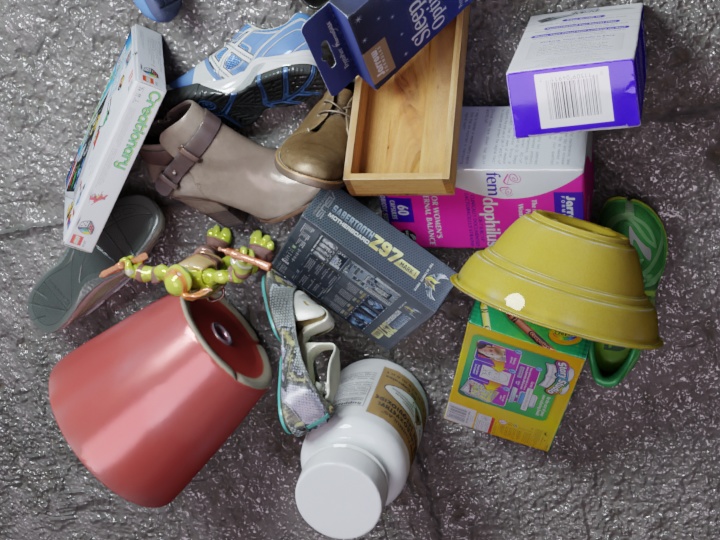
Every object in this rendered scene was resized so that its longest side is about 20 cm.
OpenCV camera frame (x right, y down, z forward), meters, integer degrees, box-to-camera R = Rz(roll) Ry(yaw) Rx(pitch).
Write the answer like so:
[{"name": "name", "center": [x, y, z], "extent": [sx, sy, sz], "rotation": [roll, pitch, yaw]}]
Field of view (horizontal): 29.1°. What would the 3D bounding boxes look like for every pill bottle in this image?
[{"name": "pill bottle", "center": [0.000, 0.185, 1.442], "extent": [0.113, 0.200, 0.115], "rotation": [5, 115, 11]}]

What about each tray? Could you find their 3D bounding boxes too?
[{"name": "tray", "center": [0.045, -0.166, 1.295], "extent": [0.098, 0.202, 0.037], "rotation": [0, 155, 15]}]

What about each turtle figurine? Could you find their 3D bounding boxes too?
[{"name": "turtle figurine", "center": [-0.150, -0.001, 1.414], "extent": [0.198, 0.161, 0.065], "rotation": [-6, 102, 26]}]

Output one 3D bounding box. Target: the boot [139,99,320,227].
[{"name": "boot", "center": [-0.128, -0.114, 1.396], "extent": [0.199, 0.071, 0.146], "rotation": [-21, 129, 31]}]

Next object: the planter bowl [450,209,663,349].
[{"name": "planter bowl", "center": [0.186, -0.002, 1.240], "extent": [0.199, 0.200, 0.084], "rotation": [17, 99, 6]}]

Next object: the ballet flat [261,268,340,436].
[{"name": "ballet flat", "center": [-0.056, 0.076, 1.432], "extent": [0.071, 0.201, 0.072], "rotation": [-7, 143, -5]}]

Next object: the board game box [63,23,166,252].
[{"name": "board game box", "center": [-0.251, -0.134, 1.408], "extent": [0.034, 0.127, 0.201], "rotation": [18, 120, -22]}]

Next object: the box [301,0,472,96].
[{"name": "box", "center": [0.040, -0.243, 1.243], "extent": [0.200, 0.121, 0.032], "rotation": [-43, 63, -7]}]

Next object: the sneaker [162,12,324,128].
[{"name": "sneaker", "center": [-0.115, -0.197, 1.386], "extent": [0.199, 0.078, 0.076], "rotation": [-10, 155, 31]}]

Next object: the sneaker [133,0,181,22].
[{"name": "sneaker", "center": [-0.249, -0.323, 1.358], "extent": [0.082, 0.074, 0.201], "rotation": [-31, 95, 26]}]

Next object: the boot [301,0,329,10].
[{"name": "boot", "center": [0.036, -0.308, 1.255], "extent": [0.200, 0.131, 0.068], "rotation": [-38, 99, 25]}]

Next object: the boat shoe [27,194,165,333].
[{"name": "boat shoe", "center": [-0.281, -0.008, 1.514], "extent": [0.202, 0.065, 0.075], "rotation": [-46, 77, 21]}]

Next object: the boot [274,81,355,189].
[{"name": "boot", "center": [-0.033, -0.134, 1.311], "extent": [0.073, 0.200, 0.076], "rotation": [19, 115, -1]}]

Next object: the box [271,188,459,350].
[{"name": "box", "center": [0.000, 0.000, 1.378], "extent": [0.157, 0.200, 0.051], "rotation": [36, 72, -1]}]

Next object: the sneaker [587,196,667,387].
[{"name": "sneaker", "center": [0.261, 0.025, 1.370], "extent": [0.073, 0.084, 0.202], "rotation": [5, 114, 12]}]

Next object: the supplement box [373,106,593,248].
[{"name": "supplement box", "center": [0.122, -0.090, 1.335], "extent": [0.198, 0.104, 0.102], "rotation": [0, 132, 13]}]

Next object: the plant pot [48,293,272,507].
[{"name": "plant pot", "center": [-0.204, 0.121, 1.483], "extent": [0.177, 0.201, 0.201], "rotation": [-40, 99, 16]}]

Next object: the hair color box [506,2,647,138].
[{"name": "hair color box", "center": [0.196, -0.180, 1.231], "extent": [0.108, 0.200, 0.065], "rotation": [-4, 114, 16]}]

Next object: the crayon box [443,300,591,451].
[{"name": "crayon box", "center": [0.158, 0.098, 1.393], "extent": [0.118, 0.059, 0.201], "rotation": [17, 147, 6]}]
